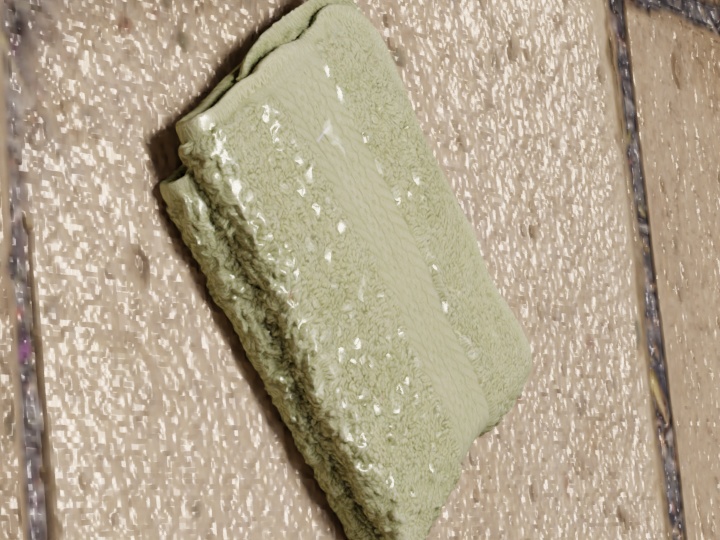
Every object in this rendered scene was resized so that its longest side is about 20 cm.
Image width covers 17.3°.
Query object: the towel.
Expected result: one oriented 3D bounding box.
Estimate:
[{"bbox_3d":[0.000,0.000,0.916,0.149,0.036,0.201,-52,124,-49],"label":"towel"}]
